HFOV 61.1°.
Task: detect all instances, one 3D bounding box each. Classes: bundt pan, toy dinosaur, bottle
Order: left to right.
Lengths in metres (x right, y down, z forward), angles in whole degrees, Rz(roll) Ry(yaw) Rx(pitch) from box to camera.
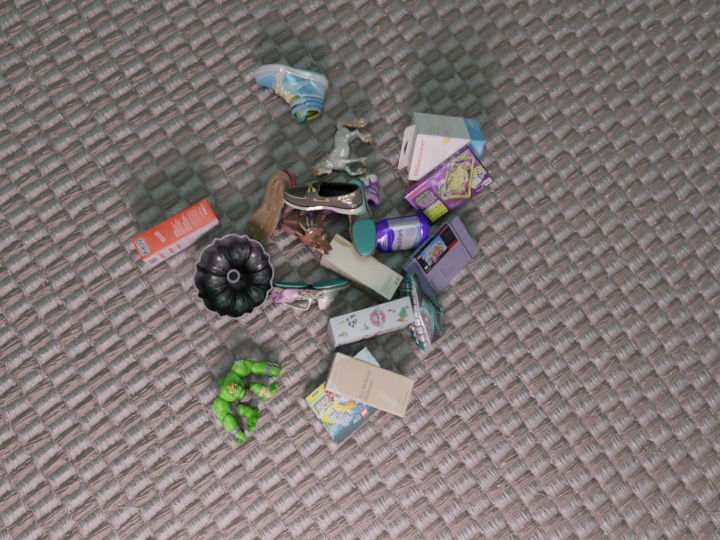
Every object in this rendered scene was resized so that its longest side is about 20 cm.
[{"bbox_3d":[-0.300,0.018,1.477,0.197,0.076,0.207,0,82,2],"label":"bundt pan"},{"bbox_3d":[-0.142,-0.105,1.468,0.196,0.135,0.088,8,117,29],"label":"toy dinosaur"},{"bbox_3d":[0.073,-0.089,1.545,0.195,0.066,0.085,-8,125,-9],"label":"bottle"}]

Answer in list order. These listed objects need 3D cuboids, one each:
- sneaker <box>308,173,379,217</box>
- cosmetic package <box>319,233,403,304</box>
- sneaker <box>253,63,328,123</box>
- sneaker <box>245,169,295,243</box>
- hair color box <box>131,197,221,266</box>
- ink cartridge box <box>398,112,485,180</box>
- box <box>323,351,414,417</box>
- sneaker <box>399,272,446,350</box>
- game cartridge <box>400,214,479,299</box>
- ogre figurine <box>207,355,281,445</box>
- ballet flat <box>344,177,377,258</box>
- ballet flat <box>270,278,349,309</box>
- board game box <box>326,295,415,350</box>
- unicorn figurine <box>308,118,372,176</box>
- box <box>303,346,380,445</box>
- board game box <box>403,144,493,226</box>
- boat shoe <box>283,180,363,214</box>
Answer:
[{"bbox_3d":[-0.034,-0.171,1.551,0.197,0.080,0.090,-24,92,-11],"label":"sneaker"},{"bbox_3d":[0.000,0.000,1.511,0.198,0.105,0.072,34,77,-2],"label":"cosmetic package"},{"bbox_3d":[-0.184,-0.452,1.576,0.195,0.080,0.134,7,79,-5],"label":"sneaker"},{"bbox_3d":[-0.221,-0.161,1.537,0.070,0.113,0.202,28,108,-3],"label":"sneaker"},{"bbox_3d":[-0.440,-0.091,1.473,0.198,0.102,0.062,-32,86,-11],"label":"hair color box"},{"bbox_3d":[0.197,-0.311,1.550,0.195,0.131,0.127,6,39,-6],"label":"ink cartridge box"},{"bbox_3d":[0.018,0.268,1.442,0.196,0.078,0.097,19,79,-4],"label":"box"},{"bbox_3d":[0.159,0.092,1.519,0.090,0.077,0.204,-23,111,-21],"label":"sneaker"},{"bbox_3d":[0.204,-0.030,1.548,0.200,0.038,0.130,-45,121,-12],"label":"game cartridge"},{"bbox_3d":[-0.278,0.294,1.437,0.119,0.098,0.202,32,93,-18],"label":"ogre figurine"},{"bbox_3d":[0.000,-0.122,1.480,0.066,0.075,0.205,-11,78,-5],"label":"ballet flat"},{"bbox_3d":[-0.123,0.061,1.511,0.195,0.069,0.073,-3,102,-2],"label":"ballet flat"},{"bbox_3d":[0.021,0.129,1.470,0.196,0.148,0.066,-15,80,-9],"label":"board game box"},{"bbox_3d":[-0.045,-0.301,1.578,0.134,0.074,0.204,9,65,4],"label":"unicorn figurine"},{"bbox_3d":[-0.023,0.304,1.490,0.199,0.038,0.137,-38,87,-11],"label":"box"},{"bbox_3d":[0.221,-0.210,1.531,0.198,0.033,0.120,-35,126,22],"label":"board game box"},{"bbox_3d":[-0.089,-0.179,1.427,0.197,0.061,0.073,7,44,13],"label":"boat shoe"}]
